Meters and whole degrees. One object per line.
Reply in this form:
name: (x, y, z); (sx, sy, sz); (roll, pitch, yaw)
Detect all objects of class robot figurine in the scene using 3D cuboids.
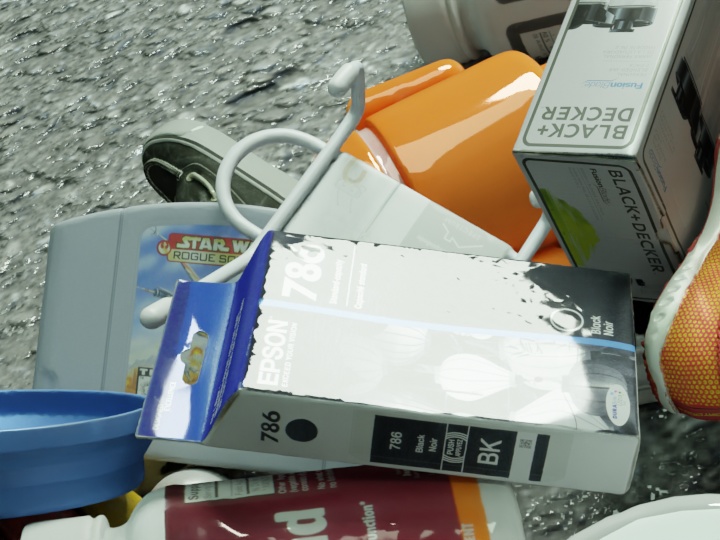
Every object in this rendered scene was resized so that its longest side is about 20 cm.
robot figurine: (0.055, -0.045, 0.927); (0.199, 0.145, 0.117); (-26, 6, -5)

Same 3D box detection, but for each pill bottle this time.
pill bottle: (-0.034, 0.141, 0.685); (0.198, 0.115, 0.114); (-6, 34, -4)
pill bottle: (0.131, -0.199, 1.096); (0.199, 0.114, 0.113); (-10, 36, 17)

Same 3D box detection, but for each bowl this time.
bowl: (-0.190, 0.082, 0.748); (0.199, 0.040, 0.201); (-2, 2, 0)

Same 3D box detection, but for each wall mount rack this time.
wall mount rack: (0.000, 0.000, 0.780); (0.199, 0.075, 0.174); (30, 68, 14)

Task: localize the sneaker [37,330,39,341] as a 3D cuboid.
sneaker: (-0.097, 0.009, 0.953); (0.199, 0.076, 0.088); (-12, 27, 38)

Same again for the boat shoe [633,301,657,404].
boat shoe: (0.133, 0.029, 0.823); (0.199, 0.069, 0.072); (-1, 39, 28)

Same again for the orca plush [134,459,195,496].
orca plush: (-0.119, 0.081, 0.893); (0.199, 0.071, 0.106); (-8, 37, 20)

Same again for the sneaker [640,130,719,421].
sneaker: (0.190, -0.018, 0.743); (0.077, 0.073, 0.201); (5, 62, 33)

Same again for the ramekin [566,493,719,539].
ramekin: (0.122, 0.172, 0.548); (0.199, 0.098, 0.202); (-11, 60, 20)

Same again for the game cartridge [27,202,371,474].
game cartridge: (-0.067, 0.033, 0.851); (0.198, 0.134, 0.042); (5, -1, 8)

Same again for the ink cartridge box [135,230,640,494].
ink cartridge box: (0.013, 0.034, 0.687); (0.198, 0.039, 0.100); (5, 42, 1)

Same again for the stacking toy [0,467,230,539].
stacking toy: (-0.140, 0.143, 0.795); (0.199, 0.147, 0.146); (-26, 31, -32)

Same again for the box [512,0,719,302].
box: (0.145, -0.099, 0.787); (0.060, 0.117, 0.201); (6, 60, 31)

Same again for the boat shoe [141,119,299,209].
boat shoe: (-0.088, -0.038, 1.038); (0.064, 0.071, 0.200); (-37, 38, -23)
